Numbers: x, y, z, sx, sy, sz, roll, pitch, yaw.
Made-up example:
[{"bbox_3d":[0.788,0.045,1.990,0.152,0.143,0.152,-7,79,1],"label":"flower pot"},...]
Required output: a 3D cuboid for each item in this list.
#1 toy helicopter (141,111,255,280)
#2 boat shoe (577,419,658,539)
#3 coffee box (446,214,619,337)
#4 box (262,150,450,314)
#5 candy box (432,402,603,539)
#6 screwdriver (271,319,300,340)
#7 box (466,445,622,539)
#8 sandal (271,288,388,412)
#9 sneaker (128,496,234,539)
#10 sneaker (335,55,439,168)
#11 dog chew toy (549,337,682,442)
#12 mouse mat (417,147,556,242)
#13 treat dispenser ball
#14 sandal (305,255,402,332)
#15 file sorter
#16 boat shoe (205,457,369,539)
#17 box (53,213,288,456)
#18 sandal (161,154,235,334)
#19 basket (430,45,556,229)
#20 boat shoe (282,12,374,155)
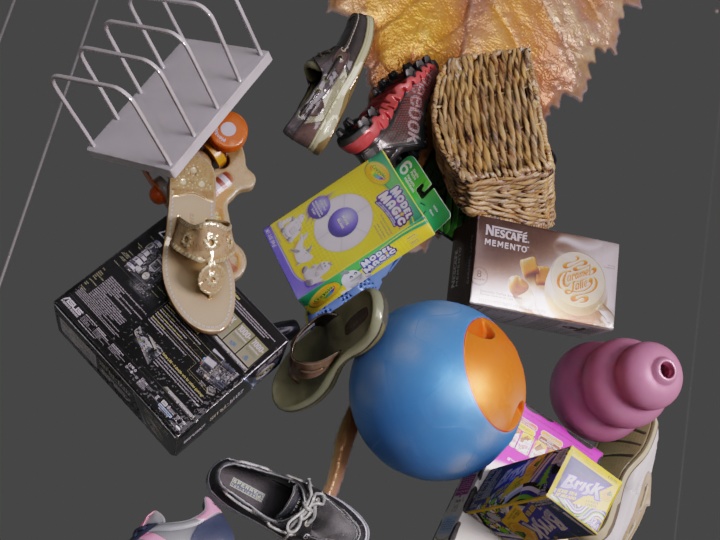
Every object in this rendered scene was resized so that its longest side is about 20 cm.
[{"bbox_3d":[-0.183,-0.080,1.229,0.131,0.079,0.201,-12,78,-15],"label":"toy helicopter"},{"bbox_3d":[0.322,0.266,1.312,0.200,0.074,0.069,-53,122,-30],"label":"boat shoe"},{"bbox_3d":[0.217,0.010,1.334,0.199,0.080,0.115,11,76,-16],"label":"coffee box"},{"bbox_3d":[-0.004,-0.052,1.227,0.199,0.048,0.118,-33,55,3],"label":"box"},{"bbox_3d":[0.187,0.273,1.263,0.136,0.061,0.201,33,67,-7],"label":"candy box"},{"bbox_3d":[-0.161,0.092,1.212,0.199,0.029,0.028,-16,80,-25],"label":"screwdriver"},{"bbox_3d":[0.192,0.244,1.130,0.070,0.200,0.064,36,66,-4],"label":"box"},{"bbox_3d":[-0.045,0.082,1.175,0.057,0.201,0.080,13,44,-36],"label":"sandal"},{"bbox_3d":[-0.232,0.303,1.118,0.199,0.070,0.082,-12,62,-24],"label":"sneaker"},{"bbox_3d":[0.051,-0.192,1.346,0.098,0.071,0.201,51,53,-19],"label":"sneaker"},{"bbox_3d":[0.311,0.136,1.268,0.124,0.200,0.126,5,72,-17],"label":"dog chew toy"},{"bbox_3d":[0.162,-0.119,1.396,0.160,0.008,0.201,32,68,-8],"label":"mouse mat"},{"bbox_3d":[0.086,0.135,1.192,0.199,0.201,0.202,5,73,-17],"label":"treat dispenser ball"},{"bbox_3d":[0.000,0.000,1.264,0.079,0.087,0.201,31,69,-10],"label":"sandal"},{"bbox_3d":[-0.224,-0.228,1.191,0.138,0.125,0.200,16,57,32],"label":"file sorter"},{"bbox_3d":[-0.074,0.261,1.173,0.199,0.068,0.074,32,68,-8],"label":"boat shoe"},{"bbox_3d":[-0.207,0.070,1.157,0.200,0.086,0.164,45,66,9],"label":"box"},{"bbox_3d":[-0.171,-0.043,1.127,0.077,0.070,0.213,0,62,-19],"label":"sandal"},{"bbox_3d":[0.165,-0.157,1.346,0.142,0.149,0.201,-9,60,7],"label":"basket"},{"bbox_3d":[-0.040,-0.244,1.327,0.066,0.072,0.202,25,73,-16],"label":"boat shoe"}]
